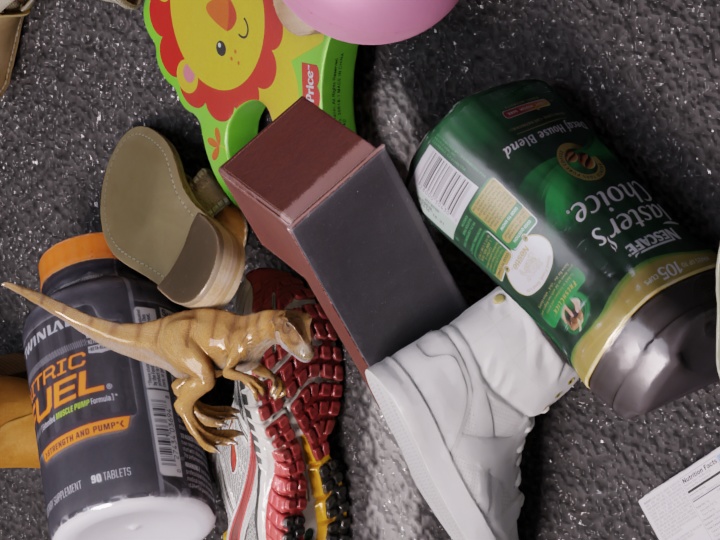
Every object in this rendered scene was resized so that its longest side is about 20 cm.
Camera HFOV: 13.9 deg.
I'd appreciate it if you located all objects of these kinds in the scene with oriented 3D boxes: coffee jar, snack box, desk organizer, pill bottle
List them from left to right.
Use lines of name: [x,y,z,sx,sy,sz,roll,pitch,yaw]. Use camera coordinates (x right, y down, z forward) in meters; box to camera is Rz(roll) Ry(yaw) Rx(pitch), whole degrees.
pill bottle: [-0.157,0.077,1.863,0.106,0.106,0.201,-38,53,41]
desk organizer: [0.000,0.000,1.671,0.077,0.072,0.200,37,163,43]
coffee jar: [0.124,-0.011,1.613,0.200,0.104,0.085,47,128,22]
snack box: [0.237,0.111,1.598,0.200,0.024,0.072,-39,73,41]

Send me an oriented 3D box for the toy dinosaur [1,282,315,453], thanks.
toy dinosaur: [-0.104,0.047,1.746,0.199,0.060,0.107,0,112,26]

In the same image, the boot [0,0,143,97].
boot: [-0.203,-0.184,1.882,0.154,0.072,0.201,23,115,33]

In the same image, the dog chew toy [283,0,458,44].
dog chew toy: [0.014,-0.206,1.593,0.125,0.124,0.200,58,161,14]

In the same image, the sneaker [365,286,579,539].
sneaker: [0.085,0.096,1.695,0.074,0.115,0.200,46,166,42]

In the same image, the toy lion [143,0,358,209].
toy lion: [-0.062,-0.129,1.782,0.191,0.068,0.201,13,111,46]

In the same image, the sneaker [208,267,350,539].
sneaker: [-0.063,0.096,1.826,0.082,0.078,0.201,11,109,41]

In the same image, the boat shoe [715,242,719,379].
boat shoe: [0.221,-0.028,1.539,0.072,0.062,0.201,0,93,42]

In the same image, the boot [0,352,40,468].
boot: [-0.225,0.114,1.930,0.201,0.144,0.071,25,118,34]

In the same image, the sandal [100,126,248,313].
sandal: [-0.100,-0.019,1.831,0.078,0.069,0.212,-60,29,11]
